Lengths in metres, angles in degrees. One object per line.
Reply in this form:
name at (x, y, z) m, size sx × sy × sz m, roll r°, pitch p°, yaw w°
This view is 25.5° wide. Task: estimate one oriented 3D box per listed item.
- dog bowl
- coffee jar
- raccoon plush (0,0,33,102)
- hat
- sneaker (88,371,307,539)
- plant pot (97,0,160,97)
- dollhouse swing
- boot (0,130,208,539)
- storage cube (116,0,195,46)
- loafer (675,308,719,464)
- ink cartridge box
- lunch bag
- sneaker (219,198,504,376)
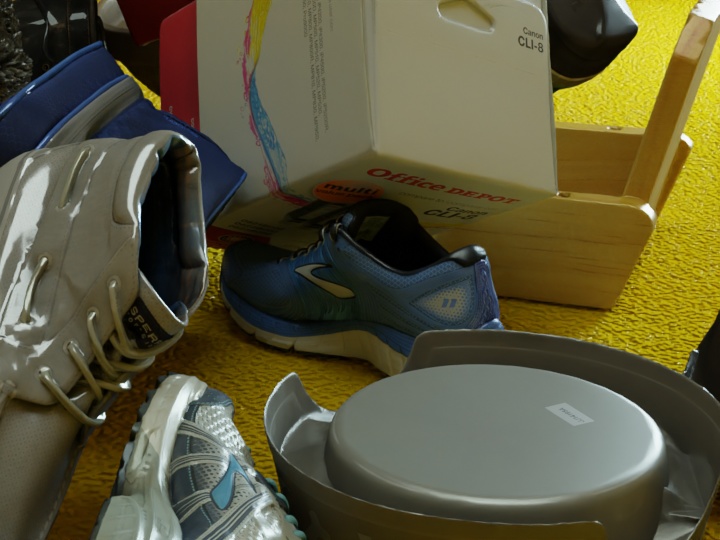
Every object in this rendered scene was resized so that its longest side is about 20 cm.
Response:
dog bowl at (0.057, 0.087, 0.676) m, size 0.197 × 0.059 × 0.200 m, roll 1°, pitch 19°, yaw 0°
coffee jar at (0.081, -0.137, 1.019) m, size 0.085 × 0.105 × 0.199 m, roll -22°, pitch -10°, yaw -46°
raccoon plush at (-0.218, -0.142, 0.976) m, size 0.096 × 0.134 × 0.202 m, roll -5°, pitch 55°, yaw 35°
hat at (-0.205, -0.120, 1.057) m, size 0.080 × 0.203 × 0.201 m, roll -9°, pitch 20°, yaw -12°
sneaker at (-0.060, 0.109, 0.615) m, size 0.085 × 0.078 × 0.200 m, roll 18°, pitch 21°, yaw -5°
plant pot at (-0.094, -0.171, 1.182) m, size 0.198 × 0.094 × 0.201 m, roll -9°, pitch 25°, yaw 4°
dollhouse swing at (0.138, -0.094, 1.029) m, size 0.179 × 0.178 × 0.200 m, roll 7°, pitch 21°, yaw 17°
boot at (-0.116, 0.031, 0.641) m, size 0.095 × 0.202 × 0.073 m, roll -12°, pitch -31°, yaw 28°
storage cube at (-0.077, -0.273, 1.040) m, size 0.169 × 0.181 × 0.200 m, roll -8°, pitch 25°, yaw 33°
loafer at (0.190, 0.046, 0.779) m, size 0.072 × 0.072 × 0.200 m, roll 6°, pitch 19°, yaw 16°
ink cartridge box at (-0.004, -0.099, 0.928) m, size 0.144 × 0.147 × 0.199 m, roll 8°, pitch -18°, yaw -39°
lunch bag at (-0.158, -0.027, 0.811) m, size 0.132 × 0.136 × 0.200 m, roll 40°, pitch 17°, yaw -6°
sneaker at (0.000, 0.000, 0.877) m, size 0.198 × 0.090 × 0.078 m, roll 11°, pitch 20°, yaw 39°
